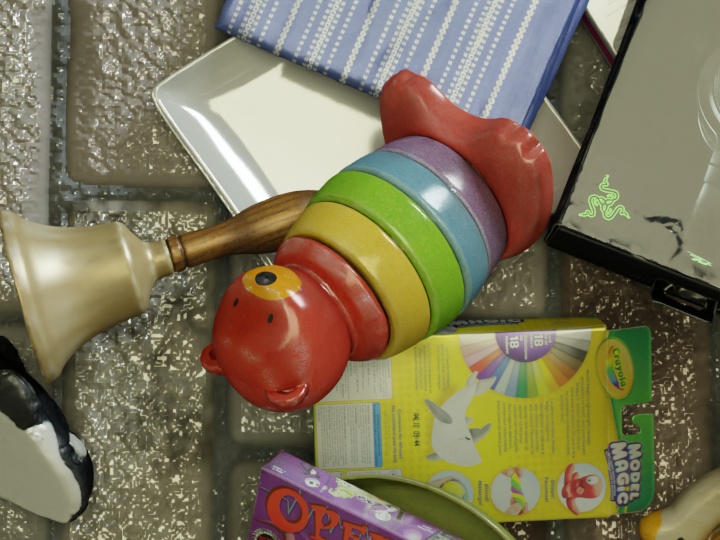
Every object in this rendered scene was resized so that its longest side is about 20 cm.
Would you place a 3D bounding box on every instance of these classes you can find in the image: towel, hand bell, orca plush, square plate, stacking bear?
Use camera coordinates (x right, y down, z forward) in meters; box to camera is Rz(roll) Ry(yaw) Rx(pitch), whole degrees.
[{"bbox_3d":[0.032,-0.170,1.383,0.200,0.024,0.145,23,85,4],"label":"towel"},{"bbox_3d":[-0.099,-0.010,1.344,0.199,0.104,0.104,-15,84,-5],"label":"hand bell"},{"bbox_3d":[-0.234,0.066,1.361,0.200,0.071,0.105,25,127,5],"label":"orca plush"},{"bbox_3d":[0.009,-0.079,1.394,0.200,0.028,0.198,-34,85,-6],"label":"square plate"},{"bbox_3d":[0.000,0.000,1.283,0.121,0.114,0.200,29,56,33],"label":"stacking bear"}]

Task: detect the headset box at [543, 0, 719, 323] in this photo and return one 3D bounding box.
[{"bbox_3d":[0.217,-0.067,1.336,0.174,0.093,0.200,22,84,2],"label":"headset box"}]

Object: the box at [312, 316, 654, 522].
[{"bbox_3d":[0.071,0.087,1.354,0.199,0.048,0.118,-2,99,-1],"label":"box"}]

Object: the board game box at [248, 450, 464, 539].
[{"bbox_3d":[0.025,0.192,1.275,0.200,0.032,0.120,24,119,21],"label":"board game box"}]

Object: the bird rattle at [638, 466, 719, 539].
[{"bbox_3d":[0.255,0.166,1.352,0.163,0.113,0.200,-27,111,15],"label":"bird rattle"}]

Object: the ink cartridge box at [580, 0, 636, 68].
[{"bbox_3d":[0.207,-0.127,1.405,0.095,0.037,0.200,-31,83,-5],"label":"ink cartridge box"}]

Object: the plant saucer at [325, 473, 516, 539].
[{"bbox_3d":[0.035,0.199,1.308,0.200,0.031,0.201,14,120,26],"label":"plant saucer"}]
